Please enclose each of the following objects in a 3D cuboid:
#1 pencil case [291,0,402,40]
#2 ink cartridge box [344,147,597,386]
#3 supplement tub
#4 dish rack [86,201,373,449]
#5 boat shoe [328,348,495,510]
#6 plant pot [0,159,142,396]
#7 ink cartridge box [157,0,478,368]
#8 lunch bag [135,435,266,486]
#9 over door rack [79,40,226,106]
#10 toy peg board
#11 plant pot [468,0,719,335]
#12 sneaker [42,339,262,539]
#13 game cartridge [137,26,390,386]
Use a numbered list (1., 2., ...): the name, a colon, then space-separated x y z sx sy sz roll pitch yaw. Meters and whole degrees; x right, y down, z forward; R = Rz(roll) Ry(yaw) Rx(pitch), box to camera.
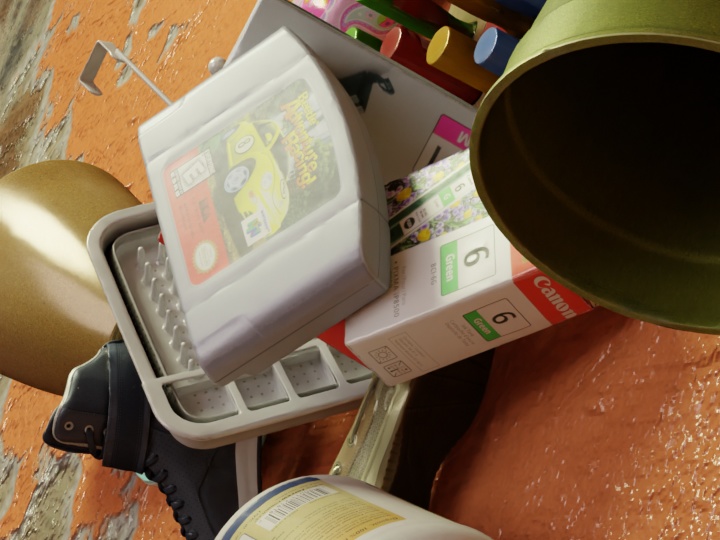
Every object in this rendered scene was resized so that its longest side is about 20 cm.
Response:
1. pencil case: -0.014 -0.177 1.543 0.200 0.087 0.088 -53 28 26
2. ink cartridge box: 0.086 -0.022 1.154 0.199 0.050 0.110 -23 45 27
3. supplement tub: 0.010 0.190 1.087 0.200 0.144 0.145 12 79 66
4. dish rack: -0.074 0.030 1.367 0.044 0.170 0.201 96 154 -48
5. boat shoe: 0.018 0.092 1.231 0.063 0.073 0.202 23 96 39
6. plant pot: -0.202 0.028 1.653 0.200 0.186 0.188 28 93 53
7. ink cartridge box: -0.013 -0.047 1.295 0.175 0.199 0.044 -61 -11 7
8. lunch bag: -0.101 0.066 1.505 0.201 0.077 0.160 -66 28 4
9. over door rack: -0.074 -0.115 1.439 0.199 0.147 0.067 30 106 39
10. toy peg board: 0.079 -0.188 1.340 0.199 0.097 0.202 -1 68 64
11. plant pot: 0.172 -0.108 0.997 0.200 0.200 0.194 -33 29 50
12. sneaker: -0.135 0.142 1.383 0.077 0.145 0.204 144 126 -75
13. game cartridge: -0.053 -0.045 1.211 0.132 0.041 0.201 -30 50 13
